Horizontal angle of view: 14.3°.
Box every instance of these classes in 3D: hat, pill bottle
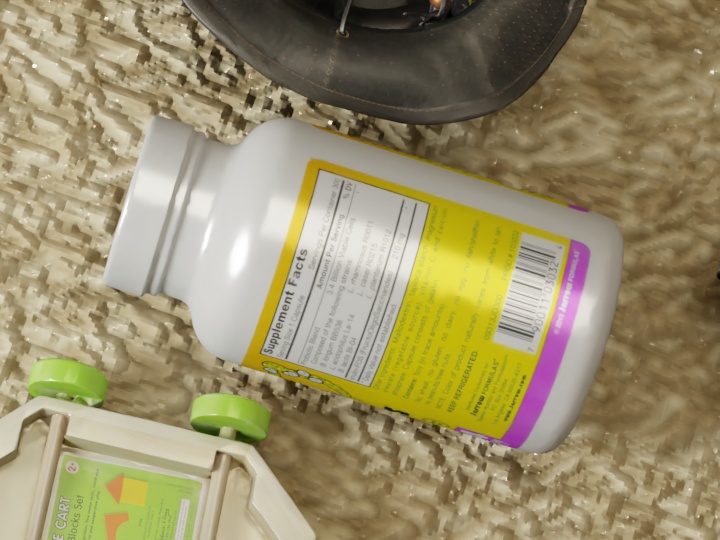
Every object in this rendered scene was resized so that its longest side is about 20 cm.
[{"bbox_3d":[-0.003,-0.143,1.251,0.200,0.081,0.201,5,74,-16],"label":"hat"},{"bbox_3d":[0.000,0.000,1.180,0.200,0.104,0.104,17,67,-4],"label":"pill bottle"}]

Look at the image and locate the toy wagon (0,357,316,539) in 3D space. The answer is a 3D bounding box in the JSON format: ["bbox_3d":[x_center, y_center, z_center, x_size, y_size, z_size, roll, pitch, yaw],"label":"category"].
[{"bbox_3d":[-0.121,0.114,1.147,0.200,0.040,0.155,13,67,-5],"label":"toy wagon"}]

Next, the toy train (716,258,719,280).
[{"bbox_3d":[0.250,0.029,1.235,0.200,0.085,0.114,35,57,3],"label":"toy train"}]
